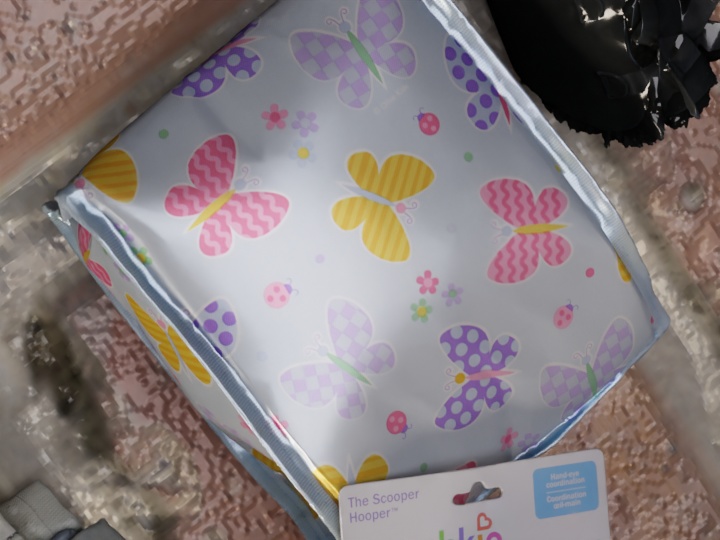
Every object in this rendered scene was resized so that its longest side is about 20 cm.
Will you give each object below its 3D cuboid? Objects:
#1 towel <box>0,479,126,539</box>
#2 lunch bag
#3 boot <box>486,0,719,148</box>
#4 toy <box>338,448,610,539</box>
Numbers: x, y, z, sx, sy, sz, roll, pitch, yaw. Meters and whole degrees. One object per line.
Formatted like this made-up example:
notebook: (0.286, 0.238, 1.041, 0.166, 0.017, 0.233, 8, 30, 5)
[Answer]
towel: (-0.131, 0.183, 0.819, 0.192, 0.035, 0.200, 42, 55, 19)
lunch bag: (0.000, 0.000, 0.870, 0.169, 0.127, 0.200, -41, 95, -9)
boot: (0.053, -0.140, 0.874, 0.073, 0.198, 0.163, -46, 136, -16)
toy: (0.059, 0.174, 0.822, 0.114, 0.047, 0.202, -6, 94, -28)
